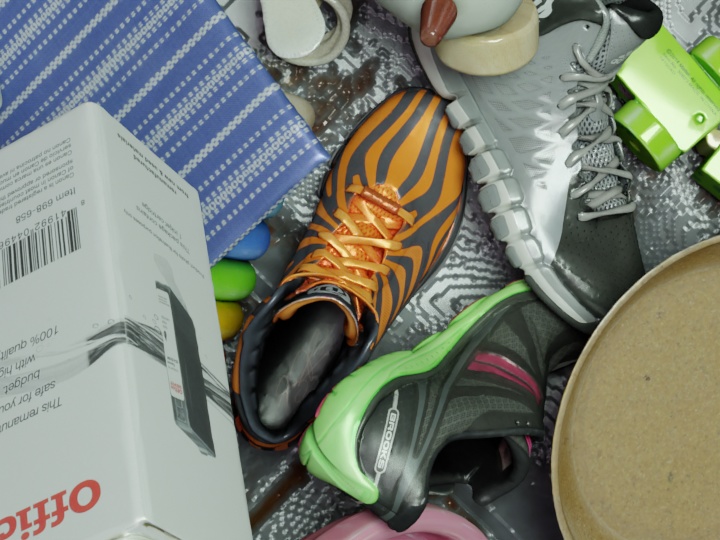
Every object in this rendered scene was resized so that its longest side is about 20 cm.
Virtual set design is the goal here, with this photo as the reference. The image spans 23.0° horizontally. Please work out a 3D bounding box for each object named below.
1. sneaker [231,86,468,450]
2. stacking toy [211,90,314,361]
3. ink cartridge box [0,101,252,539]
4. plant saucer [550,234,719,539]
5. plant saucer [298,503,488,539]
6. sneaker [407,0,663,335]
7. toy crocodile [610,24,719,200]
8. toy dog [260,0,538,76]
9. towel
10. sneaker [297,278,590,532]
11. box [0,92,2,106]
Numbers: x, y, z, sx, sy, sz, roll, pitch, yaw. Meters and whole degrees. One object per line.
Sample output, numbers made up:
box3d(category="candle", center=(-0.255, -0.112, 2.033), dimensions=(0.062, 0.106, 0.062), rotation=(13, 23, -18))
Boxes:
box3d(category="sneaker", center=(0.000, 0.000, 0.856), dimensions=(0.078, 0.112, 0.200), rotation=(24, 87, 0))
box3d(category="stacking toy", center=(-0.084, 0.004, 0.870), dimensions=(0.085, 0.085, 0.200), rotation=(13, 93, -4))
box3d(category="ink cartridge box", center=(-0.132, 0.056, 0.706), dimensions=(0.144, 0.084, 0.200), rotation=(-26, 52, 18))
box3d(category="plant saucer", center=(0.173, 0.073, 0.862), dimensions=(0.200, 0.035, 0.200), rotation=(-7, 107, -22))
box3d(category="plant saucer", center=(-0.010, 0.201, 0.843), dimensions=(0.051, 0.201, 0.201), rotation=(21, 88, 40))
box3d(category="sneaker", center=(0.109, -0.072, 0.850), dimensions=(0.115, 0.075, 0.200), rotation=(-34, 81, 37))
box3d(category="toy crocodile", center=(0.189, -0.058, 0.904), dimensions=(0.200, 0.062, 0.068), rotation=(45, 87, 2))
box3d(category="toy dog", center=(-0.005, -0.140, 0.806), dimensions=(0.200, 0.096, 0.132), rotation=(0, 122, 34))
box3d(category="towel", center=(-0.117, -0.085, 0.839), dimensions=(0.145, 0.024, 0.200), rotation=(-42, 74, 23))
box3d(category="sneaker", center=(0.055, 0.067, 0.845), dimensions=(0.200, 0.077, 0.084), rotation=(-29, 70, -42))
box3d(category="box", center=(-0.291, -0.157, 0.787), dimensions=(0.199, 0.171, 0.200), rotation=(-8, 90, 9))
